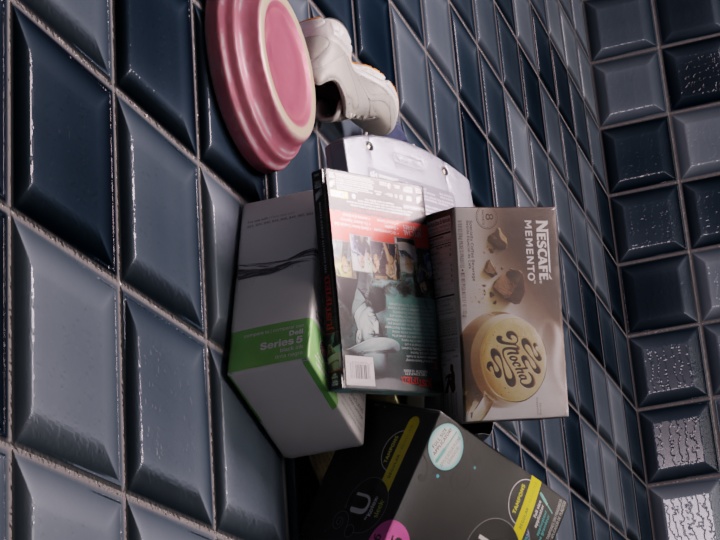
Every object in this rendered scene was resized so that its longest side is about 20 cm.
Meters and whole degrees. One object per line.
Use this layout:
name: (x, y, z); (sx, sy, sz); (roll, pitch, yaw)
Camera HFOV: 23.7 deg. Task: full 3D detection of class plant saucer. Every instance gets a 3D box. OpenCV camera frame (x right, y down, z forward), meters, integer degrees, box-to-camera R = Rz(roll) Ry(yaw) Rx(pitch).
plant saucer: (-0.092, -0.199, 1.691); (0.200, 0.050, 0.203); (-10, 90, -73)

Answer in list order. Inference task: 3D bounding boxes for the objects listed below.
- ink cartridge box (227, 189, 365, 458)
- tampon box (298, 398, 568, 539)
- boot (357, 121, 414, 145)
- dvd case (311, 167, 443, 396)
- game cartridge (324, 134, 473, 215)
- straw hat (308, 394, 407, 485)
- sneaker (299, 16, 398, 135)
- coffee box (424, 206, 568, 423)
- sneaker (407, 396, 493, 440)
ink cartridge box: (-0.054, 0.048, 1.603); (0.146, 0.083, 0.202); (60, 25, -47)
tampon box: (0.072, 0.236, 1.636); (0.199, 0.126, 0.151); (35, 71, -35)
boot: (0.015, -0.127, 2.000); (0.091, 0.073, 0.200); (57, 20, 9)
dvd case: (0.016, 0.013, 1.578); (0.145, 0.022, 0.203); (6, 73, -49)
game cartridge: (0.042, -0.061, 1.686); (0.199, 0.040, 0.135); (15, 64, -47)
straw hat: (0.005, 0.132, 1.743); (0.201, 0.084, 0.204); (-11, 90, -74)
sneaker: (-0.022, -0.190, 1.901); (0.200, 0.075, 0.093); (43, 47, -50)
coffee box: (0.127, 0.043, 1.633); (0.080, 0.112, 0.203); (163, -74, -68)
sneaker: (0.094, 0.181, 1.760); (0.075, 0.083, 0.202); (-71, 161, -55)
